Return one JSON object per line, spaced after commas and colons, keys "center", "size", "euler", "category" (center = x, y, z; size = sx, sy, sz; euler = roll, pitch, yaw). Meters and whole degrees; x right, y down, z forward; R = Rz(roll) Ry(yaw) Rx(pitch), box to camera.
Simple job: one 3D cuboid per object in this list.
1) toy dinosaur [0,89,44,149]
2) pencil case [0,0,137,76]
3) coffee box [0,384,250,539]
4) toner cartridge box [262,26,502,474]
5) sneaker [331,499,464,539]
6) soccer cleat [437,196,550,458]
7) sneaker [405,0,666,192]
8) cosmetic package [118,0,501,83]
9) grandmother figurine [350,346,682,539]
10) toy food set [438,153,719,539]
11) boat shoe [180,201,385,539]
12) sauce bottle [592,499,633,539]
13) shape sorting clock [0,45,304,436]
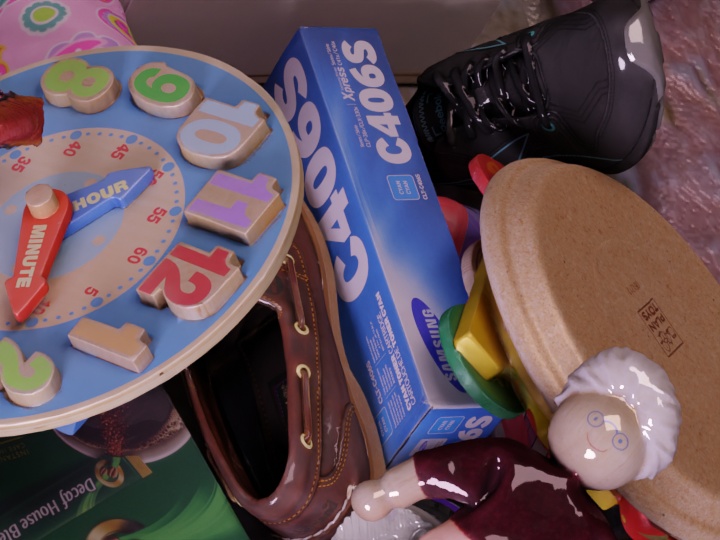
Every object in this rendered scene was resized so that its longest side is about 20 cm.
{"center": [-0.213, -0.024, 1.134], "size": [0.181, 0.105, 0.201], "euler": [5, 81, 24], "category": "toy dinosaur"}
{"center": [-0.118, -0.043, 1.233], "size": [0.087, 0.088, 0.200], "euler": [5, 40, -25], "category": "pencil case"}
{"center": [-0.093, 0.136, 1.161], "size": [0.123, 0.044, 0.201], "euler": [-13, 63, -37], "category": "coffee box"}
{"center": [0.000, 0.000, 1.284], "size": [0.043, 0.095, 0.201], "euler": [-1, 56, -28], "category": "toner cartridge box"}
{"center": [0.068, 0.177, 1.201], "size": [0.201, 0.069, 0.099], "euler": [63, 22, 7], "category": "sneaker"}
{"center": [0.062, 0.050, 1.302], "size": [0.076, 0.067, 0.201], "euler": [0, 53, -34], "category": "soccer cleat"}
{"center": [0.072, -0.071, 1.321], "size": [0.079, 0.200, 0.076], "euler": [-5, 78, -22], "category": "sneaker"}
{"center": [-0.043, -0.149, 1.391], "size": [0.199, 0.073, 0.104], "euler": [-2, 56, -29], "category": "cosmetic package"}
{"center": [0.054, 0.114, 1.126], "size": [0.121, 0.061, 0.200], "euler": [42, 81, -10], "category": "grandmother figurine"}
{"center": [0.111, 0.035, 1.258], "size": [0.198, 0.049, 0.200], "euler": [48, 29, -13], "category": "toy food set"}
{"center": [-0.047, 0.024, 1.240], "size": [0.070, 0.070, 0.201], "euler": [23, 35, -49], "category": "boat shoe"}
{"center": [0.132, 0.166, 1.246], "size": [0.066, 0.066, 0.201], "euler": [8, 52, -23], "category": "sauce bottle"}
{"center": [-0.118, -0.017, 1.130], "size": [0.199, 0.039, 0.201], "euler": [-8, 48, 9], "category": "shape sorting clock"}
